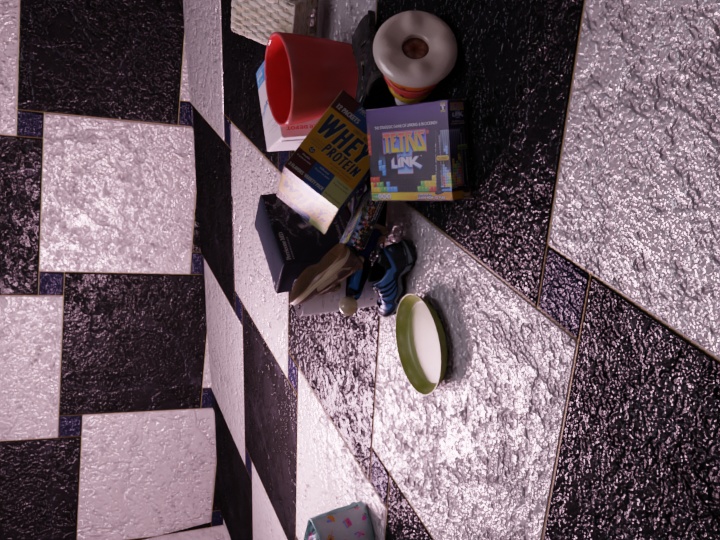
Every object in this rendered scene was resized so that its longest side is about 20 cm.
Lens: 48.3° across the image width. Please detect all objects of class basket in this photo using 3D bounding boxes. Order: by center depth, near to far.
[{"bbox_3d":[-0.199,-0.612,1.898,0.197,0.123,0.137,24,129,18],"label":"basket"}]

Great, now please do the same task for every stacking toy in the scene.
[{"bbox_3d":[0.092,-0.344,1.428,0.201,0.143,0.149,90,165,-70],"label":"stacking toy"}]

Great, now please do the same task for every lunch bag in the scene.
[{"bbox_3d":[-0.051,0.700,2.033,0.121,0.168,0.204,-8,89,60],"label":"lunch bag"}]

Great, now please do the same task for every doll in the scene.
[{"bbox_3d":[0.000,0.000,1.675,0.137,0.048,0.203,103,-171,-68],"label":"doll"}]

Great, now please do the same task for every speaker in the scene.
[{"bbox_3d":[-0.049,0.049,1.766,0.081,0.196,0.083,173,90,-68],"label":"speaker"}]

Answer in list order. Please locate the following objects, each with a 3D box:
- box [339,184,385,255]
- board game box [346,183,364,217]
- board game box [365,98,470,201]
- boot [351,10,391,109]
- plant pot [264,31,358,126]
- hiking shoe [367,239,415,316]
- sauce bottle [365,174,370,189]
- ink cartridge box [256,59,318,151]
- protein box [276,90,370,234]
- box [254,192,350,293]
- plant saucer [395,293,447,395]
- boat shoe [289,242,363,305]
[{"bbox_3d":[0.002,-0.098,1.652,0.139,0.037,0.200,-66,6,-10],"label":"box"},{"bbox_3d":[-0.031,-0.148,1.890,0.120,0.032,0.203,-121,31,-53],"label":"board game box"},{"bbox_3d":[0.099,-0.208,1.418,0.198,0.056,0.169,4,104,46],"label":"board game box"},{"bbox_3d":[0.012,-0.407,1.660,0.201,0.068,0.177,122,141,-53],"label":"boot"},{"bbox_3d":[-0.102,-0.423,1.770,0.200,0.174,0.205,172,90,-67],"label":"plant pot"},{"bbox_3d":[0.048,0.019,1.665,0.075,0.085,0.202,-119,30,-42],"label":"hiking shoe"},{"bbox_3d":[0.062,-0.199,1.590,0.200,0.065,0.067,144,115,-67],"label":"sauce bottle"},{"bbox_3d":[-0.158,-0.406,1.956,0.144,0.145,0.204,164,98,-68],"label":"ink cartridge box"},{"bbox_3d":[-0.054,-0.211,1.612,0.134,0.200,0.200,37,165,-1],"label":"protein box"},{"bbox_3d":[-0.120,-0.073,1.838,0.118,0.196,0.199,113,142,-53],"label":"box"},{"bbox_3d":[0.124,0.145,1.595,0.199,0.031,0.204,173,90,-68],"label":"plant saucer"},{"bbox_3d":[-0.070,0.021,1.632,0.200,0.071,0.073,-41,30,36],"label":"boat shoe"}]
